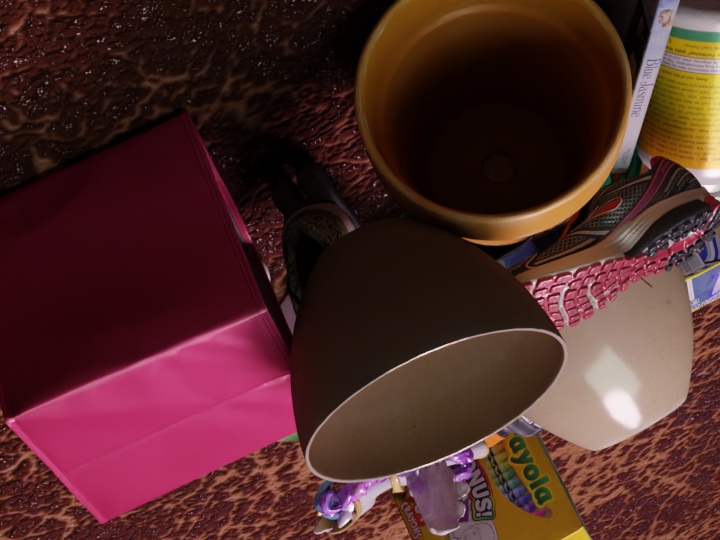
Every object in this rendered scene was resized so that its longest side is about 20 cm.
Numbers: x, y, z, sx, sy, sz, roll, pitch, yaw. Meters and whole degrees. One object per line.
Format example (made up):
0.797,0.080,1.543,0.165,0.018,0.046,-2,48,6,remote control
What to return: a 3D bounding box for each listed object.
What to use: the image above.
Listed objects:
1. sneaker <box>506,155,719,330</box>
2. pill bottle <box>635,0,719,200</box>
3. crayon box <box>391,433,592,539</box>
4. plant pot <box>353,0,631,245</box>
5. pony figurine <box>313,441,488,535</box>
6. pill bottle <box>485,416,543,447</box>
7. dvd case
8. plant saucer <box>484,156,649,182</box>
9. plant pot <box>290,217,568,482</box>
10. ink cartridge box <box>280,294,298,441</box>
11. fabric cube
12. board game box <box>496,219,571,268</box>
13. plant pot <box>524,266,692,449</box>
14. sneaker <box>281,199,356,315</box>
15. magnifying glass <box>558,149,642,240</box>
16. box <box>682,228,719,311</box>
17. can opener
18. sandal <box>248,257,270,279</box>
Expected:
0.182,-0.018,1.154,0.199,0.075,0.081,-25,150,-20,sneaker
0.282,-0.142,1.226,0.112,0.113,0.201,-15,126,-15,pill bottle
0.131,0.243,1.625,0.172,0.201,0.058,-31,147,8,crayon box
0.102,-0.106,1.155,0.199,0.201,0.183,-25,163,-1,plant pot
0.054,0.167,1.381,0.199,0.167,0.193,-27,163,-30,pony figurine
0.190,0.101,1.557,0.200,0.107,0.106,-38,145,20,pill bottle
0.199,-0.191,1.126,0.017,0.144,0.201,-3,143,-6,dvd case
0.201,-0.113,1.332,0.199,0.038,0.201,-18,146,-13,plant saucer
0.030,0.043,1.073,0.199,0.135,0.201,-19,152,-11,plant pot
0.002,0.089,1.431,0.199,0.084,0.145,3,138,-37,ink cartridge box
-0.166,0.040,1.149,0.198,0.197,0.200,-25,148,-1,fabric cube
0.141,0.008,1.342,0.199,0.044,0.199,-32,174,40,board game box
0.206,0.073,1.285,0.199,0.135,0.200,-30,177,-2,plant pot
-0.023,0.044,1.173,0.076,0.202,0.089,-21,178,14,sneaker
0.193,-0.056,1.236,0.022,0.201,0.080,10,138,27,magnifying glass
0.366,-0.044,1.354,0.199,0.065,0.070,-27,148,2,box
0.000,0.000,1.246,0.052,0.067,0.201,-33,107,10,can opener
-0.142,0.066,1.334,0.082,0.050,0.203,1,139,-34,sandal
